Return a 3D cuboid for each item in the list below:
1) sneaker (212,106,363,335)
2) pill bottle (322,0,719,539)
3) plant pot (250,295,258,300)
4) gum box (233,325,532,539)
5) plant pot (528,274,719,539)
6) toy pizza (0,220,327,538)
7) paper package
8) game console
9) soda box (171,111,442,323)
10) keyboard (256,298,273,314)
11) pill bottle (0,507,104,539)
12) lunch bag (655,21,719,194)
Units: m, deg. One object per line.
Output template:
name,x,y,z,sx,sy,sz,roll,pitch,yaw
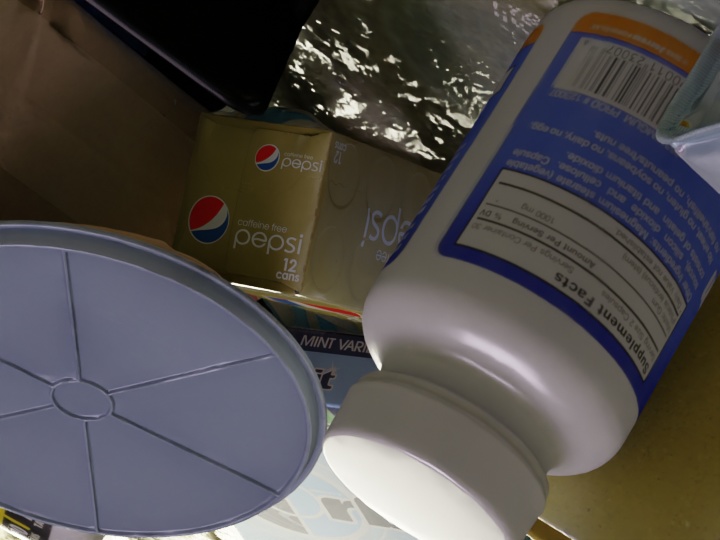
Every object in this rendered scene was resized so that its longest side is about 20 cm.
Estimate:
sneaker,0.000,0.000,1.191,0.200,0.077,0.081,42,155,-27
pill bottle,0.070,0.006,0.938,0.112,0.201,0.112,28,158,12
plant pot,-0.152,0.025,1.322,0.199,0.201,0.179,9,164,45
gum box,-0.001,0.099,1.239,0.169,0.045,0.200,7,148,25
plant pot,0.157,0.080,1.028,0.199,0.142,0.200,34,174,4
toy pizza,-0.110,0.041,1.012,0.199,0.032,0.201,7,140,6
paper package,-0.160,-0.073,1.067,0.200,0.104,0.190,33,177,42
game console,-0.129,-0.126,1.037,0.200,0.117,0.176,37,148,-9
soda box,0.000,-0.014,1.054,0.064,0.068,0.200,10,177,27
keyboard,-0.011,0.079,1.331,0.040,0.104,0.200,57,179,41
pill bottle,-0.189,0.041,1.139,0.199,0.113,0.113,27,158,3
lunch bag,0.219,-0.039,0.751,0.169,0.128,0.199,42,150,-28
